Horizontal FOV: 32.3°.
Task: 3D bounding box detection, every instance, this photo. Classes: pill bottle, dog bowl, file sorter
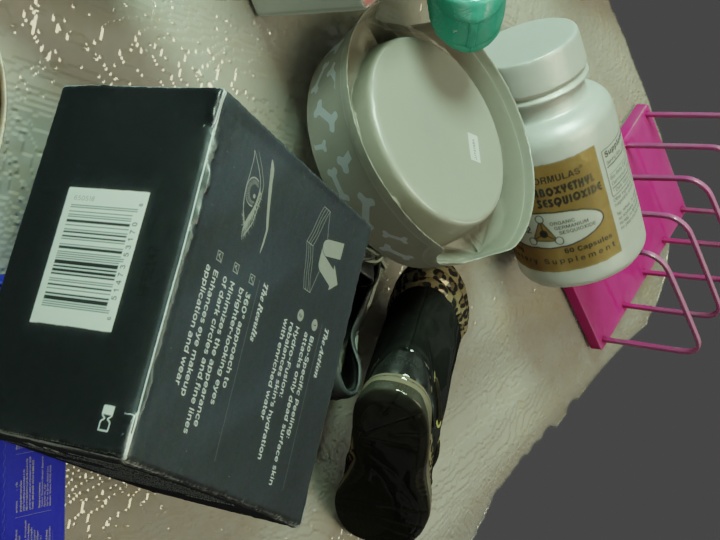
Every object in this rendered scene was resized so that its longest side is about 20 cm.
[{"bbox_3d":[0.161,-0.097,1.030,0.114,0.114,0.202,-42,124,-35],"label":"pill bottle"},{"bbox_3d":[0.043,-0.093,0.898,0.199,0.058,0.202,23,57,-40],"label":"dog bowl"},{"bbox_3d":[0.290,-0.038,1.170,0.201,0.125,0.140,-52,129,-28],"label":"file sorter"}]

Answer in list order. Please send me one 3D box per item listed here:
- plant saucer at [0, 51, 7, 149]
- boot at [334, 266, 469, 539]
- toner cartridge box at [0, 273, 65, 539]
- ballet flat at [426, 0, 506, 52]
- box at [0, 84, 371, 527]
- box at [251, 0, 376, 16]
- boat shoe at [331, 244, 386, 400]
[{"bbox_3d":[-0.260,-0.068,0.565,0.202,0.199,0.035,-63,178,-19],"label":"plant saucer"},{"bbox_3d":[0.033,0.101,0.939,0.201,0.072,0.151,91,14,-46],"label":"boot"},{"bbox_3d":[-0.217,0.105,0.704,0.094,0.043,0.203,-3,98,-46],"label":"toner cartridge box"},{"bbox_3d":[0.069,-0.227,0.917,0.201,0.066,0.071,-91,-178,-47],"label":"ballet flat"},{"bbox_3d":[-0.100,0.026,0.721,0.200,0.116,0.199,40,60,-58],"label":"box"},{"bbox_3d":[-0.024,-0.292,0.809,0.152,0.106,0.201,-45,126,-33],"label":"box"},{"bbox_3d":[0.000,0.000,0.907,0.072,0.062,0.202,30,74,-45],"label":"boat shoe"}]
